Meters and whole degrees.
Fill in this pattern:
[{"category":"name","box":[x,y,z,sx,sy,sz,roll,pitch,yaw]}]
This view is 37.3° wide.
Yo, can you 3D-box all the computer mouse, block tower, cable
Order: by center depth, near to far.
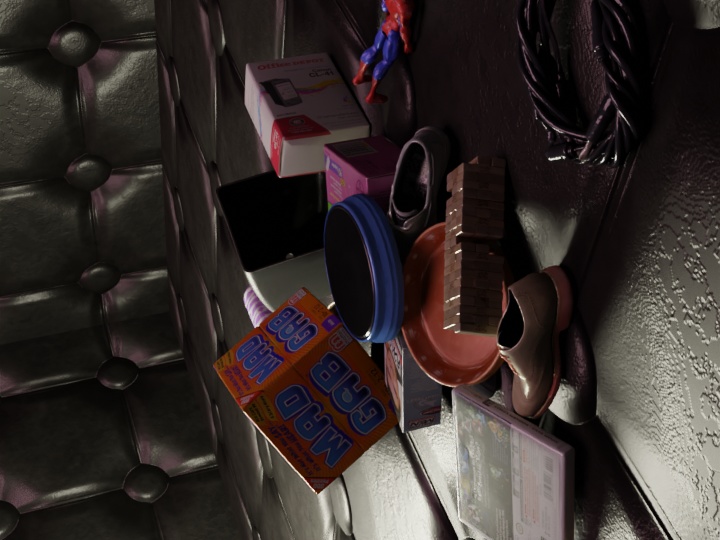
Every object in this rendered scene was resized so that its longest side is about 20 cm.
[{"category":"cable","box":[0.200,-0.194,0.983,0.163,0.050,0.202,-152,54,-67]},{"category":"block tower","box":[0.129,-0.025,1.210,0.058,0.054,0.202,144,130,-71]},{"category":"computer mouse","box":[0.120,0.065,1.383,0.140,0.046,0.202,-176,76,-70]}]

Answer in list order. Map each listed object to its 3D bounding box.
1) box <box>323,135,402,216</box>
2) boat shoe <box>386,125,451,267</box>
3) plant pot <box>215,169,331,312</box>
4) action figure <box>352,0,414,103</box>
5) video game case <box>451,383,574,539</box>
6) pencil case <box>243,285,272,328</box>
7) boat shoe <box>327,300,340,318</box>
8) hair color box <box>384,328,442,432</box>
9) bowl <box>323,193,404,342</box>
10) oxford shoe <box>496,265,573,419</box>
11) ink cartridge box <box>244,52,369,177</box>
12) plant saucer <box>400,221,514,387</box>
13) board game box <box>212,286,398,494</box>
[{"category":"box","box":[0.024,-0.069,1.520,0.176,0.096,0.202,-134,37,-60]},{"category":"boat shoe","box":[0.062,-0.085,1.366,0.070,0.071,0.202,24,119,24]},{"category":"plant pot","box":[-0.121,-0.046,1.852,0.178,0.198,0.201,85,164,-53]},{"category":"action figure","box":[0.041,-0.312,1.407,0.066,0.051,0.201,63,152,28]},{"category":"video game case","box":[0.179,0.254,1.257,0.181,0.023,0.201,27,131,46]},{"category":"pencil case","box":[-0.188,0.107,2.292,0.201,0.085,0.084,-117,31,-44]},{"category":"boat shoe","box":[-0.005,0.065,1.736,0.200,0.064,0.073,170,89,-72]},{"category":"hair color box","box":[0.072,0.127,1.489,0.201,0.060,0.099,86,168,-48]},{"category":"bowl","box":[0.000,0.000,1.420,0.200,0.039,0.202,169,90,-71]},{"category":"oxford shoe","box":[0.178,0.084,1.171,0.071,0.073,0.201,-126,30,-51]},{"category":"ink cartridge box","box":[-0.087,-0.246,1.678,0.086,0.146,0.201,99,153,-46]},{"category":"plant saucer","box":[0.120,0.041,1.307,0.200,0.032,0.202,6,97,53]},{"category":"board game box","box":[-0.080,0.186,1.705,0.200,0.200,0.200,53,173,-24]}]
